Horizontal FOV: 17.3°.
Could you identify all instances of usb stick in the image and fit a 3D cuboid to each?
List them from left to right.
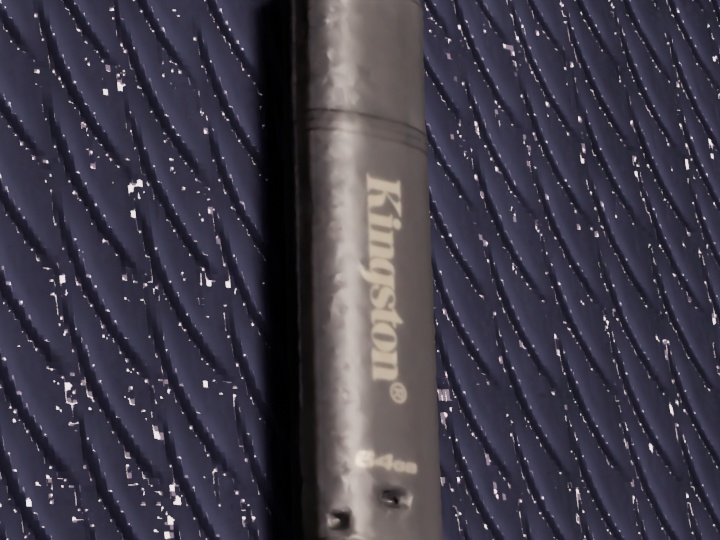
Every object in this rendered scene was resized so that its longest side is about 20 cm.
[{"bbox_3d":[0.000,0.000,0.745,0.055,0.033,0.201,15,67,-43],"label":"usb stick"}]
